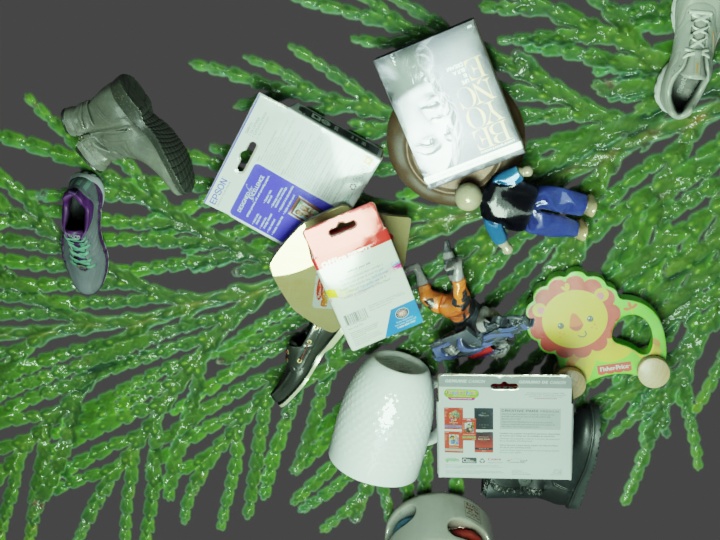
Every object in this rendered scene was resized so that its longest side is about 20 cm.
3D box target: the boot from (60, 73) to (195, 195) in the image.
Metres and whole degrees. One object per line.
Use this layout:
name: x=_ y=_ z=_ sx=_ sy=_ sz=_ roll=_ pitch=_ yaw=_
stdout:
boot: x=-0.339 y=-0.177 z=1.643 sx=0.130 sy=0.068 sz=0.201 roll=-29 pitch=101 yaw=24

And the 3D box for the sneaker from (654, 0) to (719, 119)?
sneaker: x=0.440 y=-0.291 z=1.467 sx=0.075 sy=0.092 sz=0.201 roll=7 pitch=115 yaw=3

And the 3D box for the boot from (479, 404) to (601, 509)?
boot: x=0.280 y=0.289 z=1.766 sx=0.167 sy=0.077 sz=0.201 roll=8 pitch=122 yaw=-1

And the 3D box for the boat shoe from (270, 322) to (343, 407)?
boat shoe: x=-0.085 y=0.123 z=1.739 sx=0.063 sy=0.074 sz=0.202 roll=31 pitch=109 yaw=-9

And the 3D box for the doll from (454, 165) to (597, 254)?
doll: x=0.229 y=-0.085 z=1.592 sx=0.199 sy=0.049 sz=0.137 roll=11 pitch=116 yaw=-12

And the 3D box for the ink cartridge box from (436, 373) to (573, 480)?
ink cartridge box: x=0.213 y=0.213 z=1.659 sx=0.198 sy=0.084 sz=0.177 roll=1 pitch=113 yaw=7

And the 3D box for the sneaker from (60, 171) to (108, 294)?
sneaker: x=-0.429 y=-0.045 z=1.695 sx=0.074 sy=0.088 sz=0.201 roll=5 pitch=115 yaw=5

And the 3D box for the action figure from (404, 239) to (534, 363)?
action figure: x=0.173 y=0.054 z=1.660 sx=0.199 sy=0.105 sz=0.194 roll=-16 pitch=119 yaw=41

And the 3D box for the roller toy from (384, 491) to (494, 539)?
roller toy: x=0.132 y=0.459 z=1.831 sx=0.198 sy=0.140 sz=0.183 roll=-8 pitch=124 yaw=7

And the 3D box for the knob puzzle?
knob puzzle: x=-0.036 y=-0.006 z=1.655 sx=0.218 sy=0.030 sz=0.221 roll=-3 pitch=112 yaw=-7

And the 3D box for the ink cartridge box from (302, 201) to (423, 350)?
ink cartridge box: x=0.000 y=0.000 z=1.609 sx=0.116 sy=0.067 sz=0.201 roll=-22 pitch=112 yaw=1

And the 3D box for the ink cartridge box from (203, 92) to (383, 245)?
ink cartridge box: x=-0.099 y=-0.137 z=1.634 sx=0.199 sy=0.043 sz=0.199 roll=28 pitch=116 yaw=-9

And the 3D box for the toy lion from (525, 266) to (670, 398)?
toy lion: x=0.351 y=0.086 z=1.677 sx=0.198 sy=0.069 sz=0.193 roll=-8 pitch=106 yaw=11

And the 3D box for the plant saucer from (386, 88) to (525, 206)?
plant saucer: x=0.134 y=-0.179 z=1.590 sx=0.199 sy=0.037 sz=0.202 roll=3 pitch=116 yaw=7

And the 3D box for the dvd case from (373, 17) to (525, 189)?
dvd case: x=0.123 y=-0.225 z=1.541 sx=0.148 sy=0.016 sz=0.201 roll=-20 pitch=111 yaw=15

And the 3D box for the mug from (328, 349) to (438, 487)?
mug: x=0.063 y=0.222 z=1.739 sx=0.199 sy=0.148 sz=0.176 roll=5 pitch=110 yaw=-28
